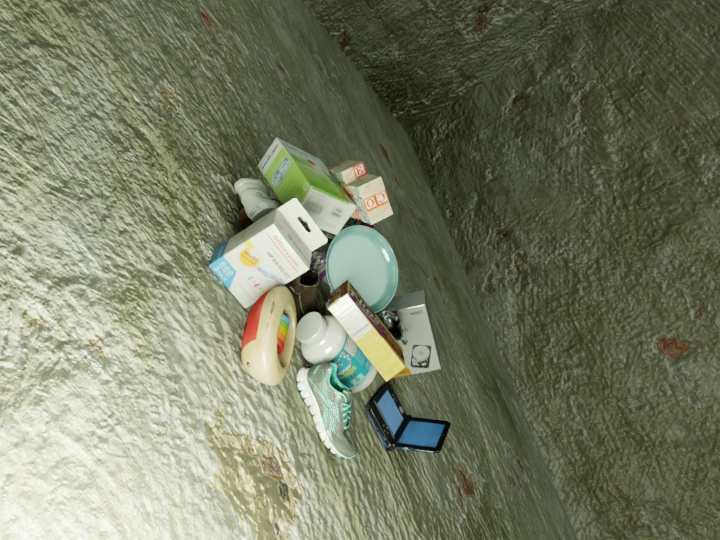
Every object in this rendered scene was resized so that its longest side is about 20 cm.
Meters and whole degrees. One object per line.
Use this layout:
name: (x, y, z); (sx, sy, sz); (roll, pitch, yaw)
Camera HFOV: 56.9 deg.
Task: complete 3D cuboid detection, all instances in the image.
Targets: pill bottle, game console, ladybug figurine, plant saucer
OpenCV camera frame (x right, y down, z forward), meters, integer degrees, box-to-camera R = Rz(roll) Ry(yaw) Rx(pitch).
pill bottle: (-0.054, 0.170, 1.420); (0.200, 0.110, 0.112); (46, 23, -39)
game console: (0.119, 0.353, 1.616); (0.173, 0.117, 0.200); (61, 17, 1)
ladybug figurine: (-0.166, 0.114, 1.203); (0.202, 0.070, 0.137); (-79, 163, -46)
plant saucer: (0.000, 0.000, 1.511); (0.197, 0.027, 0.205); (8, 75, -33)

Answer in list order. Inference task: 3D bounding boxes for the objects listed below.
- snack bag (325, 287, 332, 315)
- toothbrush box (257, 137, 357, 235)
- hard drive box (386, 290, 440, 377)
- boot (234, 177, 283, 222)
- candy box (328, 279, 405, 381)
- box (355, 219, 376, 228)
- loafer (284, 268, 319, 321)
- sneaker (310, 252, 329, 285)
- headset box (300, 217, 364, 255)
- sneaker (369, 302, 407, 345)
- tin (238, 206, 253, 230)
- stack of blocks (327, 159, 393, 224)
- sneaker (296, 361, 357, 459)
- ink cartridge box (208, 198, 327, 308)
snack bag: (-0.045, 0.067, 1.612); (0.188, 0.021, 0.205); (-21, 110, -71)
toothbrush box: (-0.119, -0.186, 1.471); (0.144, 0.087, 0.201); (20, 25, -45)
hard drive box: (0.115, 0.169, 1.735); (0.077, 0.153, 0.203); (-83, 158, -63)
boot: (-0.200, -0.152, 1.451); (0.097, 0.073, 0.200); (59, 13, 14)
candy box: (0.013, 0.124, 1.404); (0.201, 0.056, 0.117); (53, 8, -10)
box: (-0.064, -0.177, 1.883); (0.202, 0.136, 0.040); (57, 15, -10)
loafer: (-0.121, 0.036, 1.417); (0.074, 0.070, 0.202); (-62, 146, -41)
sneaker: (-0.127, -0.038, 1.619); (0.201, 0.072, 0.114); (51, 20, 4)
headset box: (-0.087, -0.110, 1.584); (0.147, 0.078, 0.201); (17, 28, -31)
sneaker: (0.049, 0.151, 1.611); (0.201, 0.138, 0.079); (98, 16, -64)
tin: (-0.207, -0.059, 1.463); (0.111, 0.041, 0.203); (14, 48, -62)
stack of blocks: (-0.004, -0.180, 1.496); (0.117, 0.058, 0.200); (69, -13, -18)
sneaker: (-0.048, 0.272, 1.310); (0.203, 0.090, 0.077); (62, 18, 2)
ink cartridge box: (-0.171, -0.032, 1.249); (0.116, 0.198, 0.068); (51, 19, -24)
